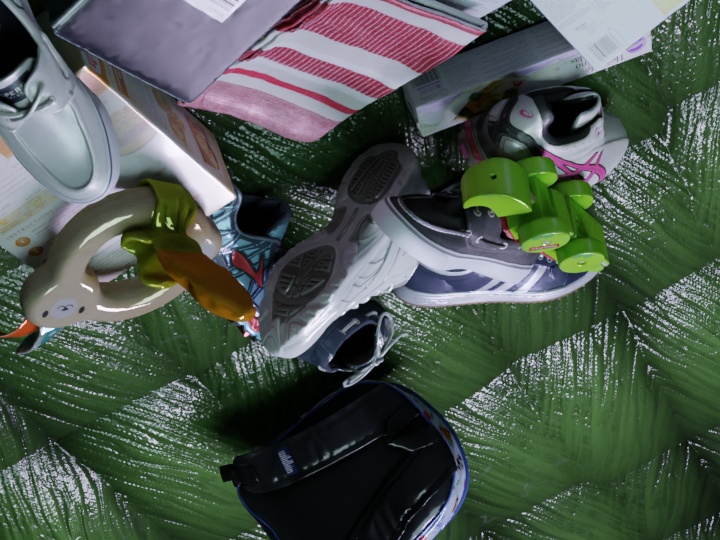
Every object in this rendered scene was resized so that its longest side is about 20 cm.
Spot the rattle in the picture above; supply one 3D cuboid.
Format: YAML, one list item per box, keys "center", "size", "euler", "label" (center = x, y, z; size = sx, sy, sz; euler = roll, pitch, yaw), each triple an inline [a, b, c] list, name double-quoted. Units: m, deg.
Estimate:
- center: [-0.181, 0.039, 1.363]
  size: [0.200, 0.143, 0.130]
  euler: [-34, 162, 2]
  label: "rattle"

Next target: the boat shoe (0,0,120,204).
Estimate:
- center: [-0.227, -0.125, 1.225]
  size: [0.073, 0.065, 0.200]
  euler: [-30, 106, 11]
  label: "boat shoe"

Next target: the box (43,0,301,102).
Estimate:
- center: [-0.101, -0.247, 1.114]
  size: [0.200, 0.197, 0.124]
  euler: [-40, 142, 21]
  label: "box"

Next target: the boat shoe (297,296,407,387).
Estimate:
- center: [-0.008, 0.059, 1.618]
  size: [0.075, 0.062, 0.200]
  euler: [-53, 162, 5]
  label: "boat shoe"

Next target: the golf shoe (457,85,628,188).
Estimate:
- center: [0.169, -0.108, 1.500]
  size: [0.092, 0.073, 0.200]
  euler: [-30, 167, 35]
  label: "golf shoe"

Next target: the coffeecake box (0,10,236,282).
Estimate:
- center: [-0.211, -0.082, 1.367]
  size: [0.153, 0.073, 0.200]
  euler: [-32, 143, 12]
  label: "coffeecake box"

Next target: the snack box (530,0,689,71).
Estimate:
- center: [0.216, -0.251, 1.385]
  size: [0.200, 0.037, 0.116]
  euler: [-37, 120, 19]
  label: "snack box"

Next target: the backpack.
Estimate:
- center: [0.006, 0.200, 1.757]
  size: [0.190, 0.200, 0.154]
  euler: [-42, 171, 13]
  label: "backpack"

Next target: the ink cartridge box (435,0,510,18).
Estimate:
- center: [0.036, -0.224, 1.283]
  size: [0.196, 0.043, 0.200]
  euler: [8, 160, -35]
  label: "ink cartridge box"

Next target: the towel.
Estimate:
- center: [-0.024, -0.151, 1.369]
  size: [0.144, 0.023, 0.200]
  euler: [13, 152, -40]
  label: "towel"

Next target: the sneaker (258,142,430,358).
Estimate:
- center: [0.000, 0.000, 1.516]
  size: [0.200, 0.078, 0.099]
  euler: [-52, 134, -10]
  label: "sneaker"

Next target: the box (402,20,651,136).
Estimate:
- center: [0.131, -0.163, 1.478]
  size: [0.199, 0.042, 0.039]
  euler: [-22, 146, -4]
  label: "box"

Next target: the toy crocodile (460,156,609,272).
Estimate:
- center: [0.143, -0.039, 1.462]
  size: [0.062, 0.068, 0.200]
  euler: [-19, 160, 24]
  label: "toy crocodile"

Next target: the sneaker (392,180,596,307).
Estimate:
- center: [0.128, -0.027, 1.625]
  size: [0.199, 0.070, 0.109]
  euler: [-8, 143, -15]
  label: "sneaker"

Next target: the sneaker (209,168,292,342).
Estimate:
- center: [-0.087, -0.012, 1.520]
  size: [0.095, 0.079, 0.200]
  euler: [-32, 144, 9]
  label: "sneaker"

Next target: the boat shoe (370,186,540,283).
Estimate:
- center: [0.088, -0.037, 1.480]
  size: [0.200, 0.070, 0.066]
  euler: [17, 118, -49]
  label: "boat shoe"
